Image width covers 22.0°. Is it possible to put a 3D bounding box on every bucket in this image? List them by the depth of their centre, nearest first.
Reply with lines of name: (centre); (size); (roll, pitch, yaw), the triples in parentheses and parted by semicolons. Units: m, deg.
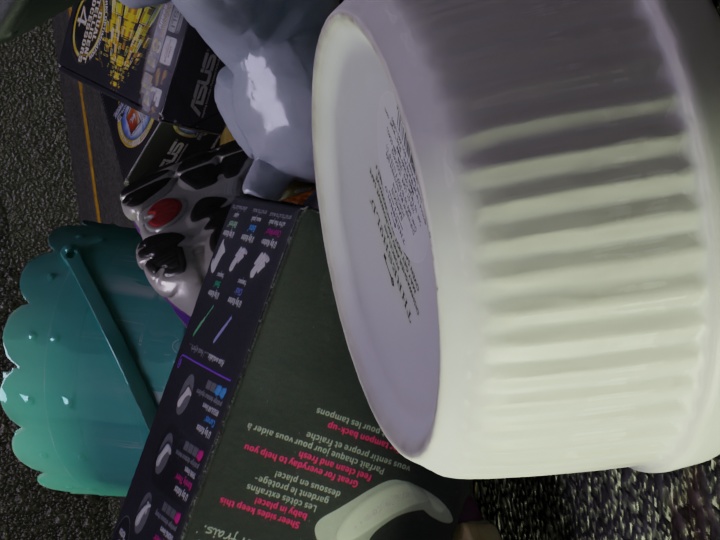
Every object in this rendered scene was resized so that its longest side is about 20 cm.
bucket: (-0.140, 0.068, 1.293); (0.207, 0.134, 0.208); (4, -90, -64)

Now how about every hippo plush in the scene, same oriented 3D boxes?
hippo plush: (-0.026, -0.132, 0.914); (0.161, 0.159, 0.200); (58, 172, -17)

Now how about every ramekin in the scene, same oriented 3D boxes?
ramekin: (0.052, -0.021, 0.652); (0.200, 0.105, 0.201); (171, 90, -77)

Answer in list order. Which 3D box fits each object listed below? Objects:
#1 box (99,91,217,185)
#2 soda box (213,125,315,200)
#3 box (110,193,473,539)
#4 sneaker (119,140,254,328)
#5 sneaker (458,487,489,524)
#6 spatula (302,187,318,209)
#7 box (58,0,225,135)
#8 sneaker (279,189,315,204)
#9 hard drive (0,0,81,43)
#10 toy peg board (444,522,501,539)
box: (-0.105, -0.174, 1.165); (0.200, 0.044, 0.161); (-53, 41, 36)
soda box: (-0.043, -0.064, 1.117); (0.200, 0.064, 0.068); (140, 119, -75)
box: (-0.023, 0.080, 0.829); (0.201, 0.122, 0.106); (-70, 20, -2)
sneaker: (-0.077, -0.007, 0.964); (0.200, 0.080, 0.084); (-99, -11, -65)
sneaker: (0.016, 0.122, 0.997); (0.200, 0.077, 0.140); (133, 128, -62)
spatula: (0.012, -0.063, 0.827); (0.057, 0.020, 0.200); (66, 148, 19)
box: (-0.105, -0.193, 1.085); (0.161, 0.049, 0.201); (29, 105, 53)
sneaker: (0.000, 0.000, 0.993); (0.200, 0.075, 0.092); (129, 123, -83)
hard drive: (-0.121, -0.214, 0.970); (0.033, 0.140, 0.200); (41, 124, 1)
toy peg board: (0.066, 0.251, 0.829); (0.199, 0.098, 0.200); (-55, 41, 37)
